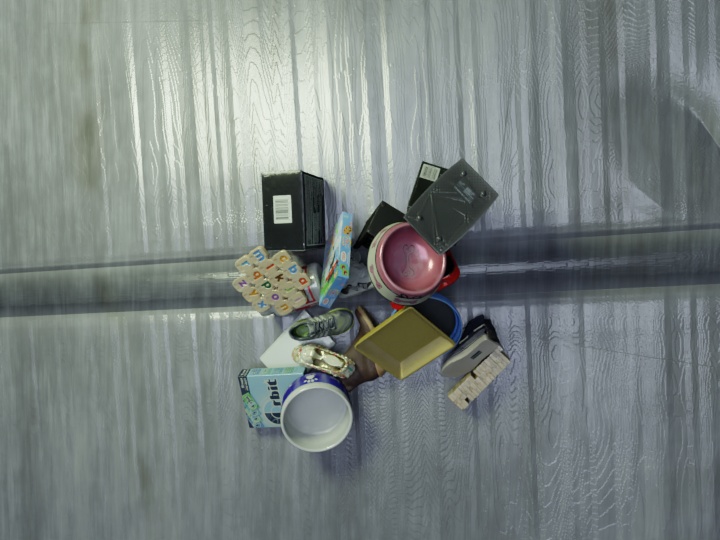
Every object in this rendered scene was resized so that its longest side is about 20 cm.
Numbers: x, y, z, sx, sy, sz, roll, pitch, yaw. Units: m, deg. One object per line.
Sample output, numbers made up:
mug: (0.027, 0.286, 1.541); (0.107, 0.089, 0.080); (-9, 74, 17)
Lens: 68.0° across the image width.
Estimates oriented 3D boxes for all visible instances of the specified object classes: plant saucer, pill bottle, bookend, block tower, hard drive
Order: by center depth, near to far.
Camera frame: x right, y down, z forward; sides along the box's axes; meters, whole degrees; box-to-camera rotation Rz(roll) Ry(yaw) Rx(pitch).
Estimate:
hard drive: (0.206, -0.143, 1.226); (0.200, 0.042, 0.135); (-44, 83, -8)
plant saucer: (0.115, 0.180, 1.391); (0.199, 0.049, 0.199); (-37, 123, 24)
bookend: (0.098, -0.069, 1.404); (0.196, 0.200, 0.094); (30, 77, -6)
block tower: (0.323, 0.288, 1.448); (0.058, 0.054, 0.201); (41, 99, 4)
pill bottle: (-0.194, 0.060, 1.495); (0.195, 0.112, 0.115); (-18, 90, 10)
hard drive: (-0.182, 0.231, 1.547); (0.132, 0.026, 0.200); (45, 99, 5)

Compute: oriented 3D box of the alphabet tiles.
alphabet tiles: (-0.232, 0.030, 1.401); (0.193, 0.015, 0.201); (-29, 115, 24)

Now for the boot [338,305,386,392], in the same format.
boot: (-0.012, 0.220, 1.493); (0.164, 0.072, 0.203); (-29, 90, 9)

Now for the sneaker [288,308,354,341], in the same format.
sneaker: (-0.110, 0.158, 1.470); (0.196, 0.081, 0.076); (-19, 89, 15)

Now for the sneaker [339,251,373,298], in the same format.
sneaker: (0.000, 0.000, 1.447); (0.198, 0.074, 0.118); (-21, 83, 46)

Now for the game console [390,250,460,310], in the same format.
game console: (0.157, 0.011, 1.412); (0.197, 0.178, 0.031); (-28, 119, 10)

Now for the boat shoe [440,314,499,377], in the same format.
boat shoe: (0.291, 0.205, 1.448); (0.074, 0.094, 0.200); (30, 126, -26)

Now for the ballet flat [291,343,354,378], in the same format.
ballet flat: (-0.107, 0.240, 1.475); (0.195, 0.064, 0.077); (11, 69, 18)

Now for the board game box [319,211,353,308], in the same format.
board game box: (-0.064, -0.027, 1.405); (0.036, 0.152, 0.204); (15, 53, -15)

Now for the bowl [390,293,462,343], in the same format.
bowl: (0.174, 0.146, 1.433); (0.195, 0.040, 0.205); (2, 121, 4)

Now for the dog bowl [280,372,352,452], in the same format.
dog bowl: (-0.121, 0.388, 1.466); (0.194, 0.079, 0.205); (-2, 109, -7)

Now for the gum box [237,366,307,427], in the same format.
gum box: (-0.239, 0.364, 1.533); (0.194, 0.045, 0.174); (-5, 109, 10)

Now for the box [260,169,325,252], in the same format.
box: (-0.176, -0.154, 1.436); (0.120, 0.198, 0.206); (-1, 93, 13)

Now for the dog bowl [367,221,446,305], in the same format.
dog bowl: (0.116, -0.022, 1.260); (0.194, 0.074, 0.206); (2, 81, -10)

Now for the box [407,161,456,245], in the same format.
box: (0.202, -0.165, 1.359); (0.145, 0.200, 0.127); (19, 80, 9)
